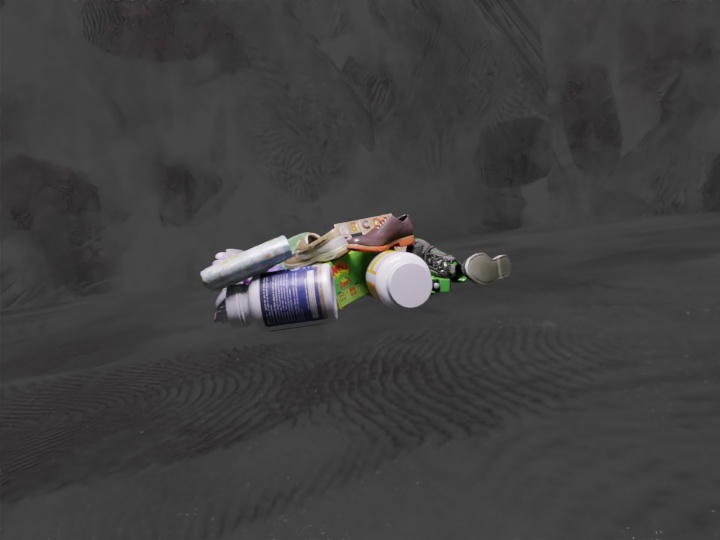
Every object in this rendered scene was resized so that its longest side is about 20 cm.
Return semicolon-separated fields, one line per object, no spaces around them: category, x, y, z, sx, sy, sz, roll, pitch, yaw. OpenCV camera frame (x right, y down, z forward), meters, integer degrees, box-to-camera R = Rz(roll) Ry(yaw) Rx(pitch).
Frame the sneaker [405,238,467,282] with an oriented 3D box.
sneaker;0.184;-0.023;1.274;0.198;0.079;0.085;19;-4;-37

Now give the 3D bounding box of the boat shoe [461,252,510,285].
boat shoe;0.276;-0.005;1.230;0.065;0.076;0.198;-7;4;41

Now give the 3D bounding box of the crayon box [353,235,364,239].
crayon box;0.021;-0.056;1.479;0.197;0.052;0.126;-17;-15;5

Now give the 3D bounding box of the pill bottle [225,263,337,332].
pill bottle;-0.147;0.055;1.003;0.196;0.113;0.111;-8;5;1

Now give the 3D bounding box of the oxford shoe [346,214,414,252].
oxford shoe;0.041;-0.081;1.158;0.070;0.074;0.198;3;12;41

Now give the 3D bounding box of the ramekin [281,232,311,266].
ramekin;-0.197;-0.011;1.539;0.199;0.098;0.200;-34;-8;-6

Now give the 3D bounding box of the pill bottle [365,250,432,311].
pill bottle;0.077;0.020;1.047;0.109;0.113;0.200;-8;5;-7

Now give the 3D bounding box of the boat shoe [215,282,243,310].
boat shoe;-0.304;0.027;1.381;0.199;0.067;0.073;-37;-33;17

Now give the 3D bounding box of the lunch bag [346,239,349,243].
lunch bag;-0.027;0.002;1.371;0.148;0.096;0.200;-3;-22;-21

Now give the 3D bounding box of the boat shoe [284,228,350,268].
boat shoe;-0.104;-0.051;1.188;0.198;0.067;0.074;-13;11;41

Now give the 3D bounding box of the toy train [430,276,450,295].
toy train;0.154;0.029;1.251;0.055;0.043;0.200;1;2;-14

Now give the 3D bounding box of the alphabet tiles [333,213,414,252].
alphabet tiles;0.050;-0.056;1.306;0.197;0.169;0.008;-13;-19;-25

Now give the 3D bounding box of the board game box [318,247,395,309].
board game box;0.000;0.000;1.197;0.199;0.103;0.047;-28;11;-35

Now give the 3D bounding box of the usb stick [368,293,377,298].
usb stick;0.048;0.048;1.248;0.055;0.033;0.200;-17;7;-17

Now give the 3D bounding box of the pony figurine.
pony figurine;-0.228;0.043;1.208;0.198;0.170;0.192;16;13;33

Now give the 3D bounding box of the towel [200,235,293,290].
towel;-0.217;-0.010;1.042;0.169;0.049;0.200;-26;2;-10
